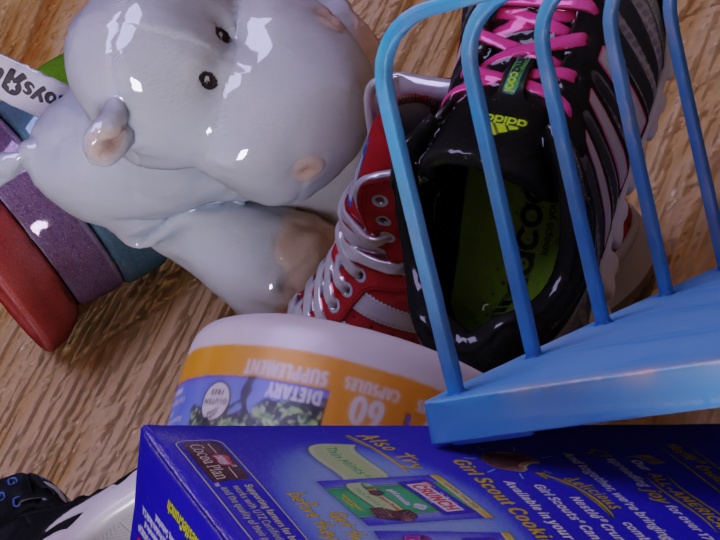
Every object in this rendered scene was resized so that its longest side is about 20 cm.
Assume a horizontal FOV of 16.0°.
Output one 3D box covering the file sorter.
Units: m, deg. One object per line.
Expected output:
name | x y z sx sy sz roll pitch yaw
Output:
file sorter | 0.115 -0.038 0.748 0.138 0.123 0.200 -9 5 33

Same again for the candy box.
candy box | 0.055 0.103 0.675 0.169 0.199 0.077 -138 52 -62

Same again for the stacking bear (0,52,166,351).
stacking bear | -0.099 -0.066 1.180 0.200 0.122 0.114 -39 26 -9

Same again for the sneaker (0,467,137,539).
sneaker | -0.101 0.099 0.992 0.200 0.073 0.112 -38 31 12

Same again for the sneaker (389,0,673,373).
sneaker | 0.055 -0.048 0.841 0.073 0.087 0.201 7 83 19

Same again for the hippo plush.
hippo plush | -0.065 -0.083 1.026 0.161 0.199 0.160 112 176 -68

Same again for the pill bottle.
pill bottle | -0.024 0.124 0.795 0.112 0.112 0.201 -5 65 47

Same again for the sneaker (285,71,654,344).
sneaker | 0.000 0.000 0.957 0.200 0.113 0.071 -30 31 22
